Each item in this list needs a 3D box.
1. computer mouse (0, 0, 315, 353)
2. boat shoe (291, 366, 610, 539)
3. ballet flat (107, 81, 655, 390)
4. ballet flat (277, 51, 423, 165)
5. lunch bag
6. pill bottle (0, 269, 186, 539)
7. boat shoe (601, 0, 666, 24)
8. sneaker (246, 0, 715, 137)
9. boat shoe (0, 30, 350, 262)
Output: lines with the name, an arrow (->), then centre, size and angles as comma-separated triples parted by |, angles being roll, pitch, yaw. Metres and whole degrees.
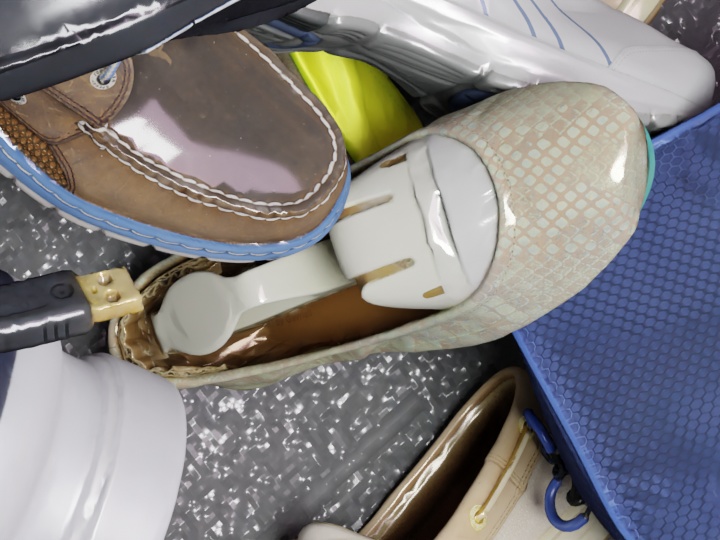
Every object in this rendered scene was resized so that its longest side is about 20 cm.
computer mouse -> -0.066, -0.059, 0.650 | 0.200, 0.046, 0.140 | -17, 82, -25
boat shoe -> 0.003, 0.109, 0.857 | 0.200, 0.074, 0.069 | -43, 106, -27
ballet flat -> 0.000, 0.000, 0.780 | 0.062, 0.200, 0.067 | -12, 79, -48
ballet flat -> -0.038, -0.097, 0.838 | 0.067, 0.067, 0.200 | -46, 113, -38
lunch bag -> 0.143, 0.026, 0.816 | 0.200, 0.132, 0.136 | -28, 67, 8
pill bottle -> -0.158, 0.039, 0.753 | 0.200, 0.116, 0.116 | 25, 82, -23
boat shoe -> 0.082, -0.129, 0.884 | 0.065, 0.072, 0.200 | 33, 80, -9
sneaker -> 0.028, -0.093, 0.790 | 0.200, 0.075, 0.087 | 20, 78, -25
boat shoe -> -0.087, -0.070, 0.712 | 0.200, 0.072, 0.072 | 29, 66, -7
